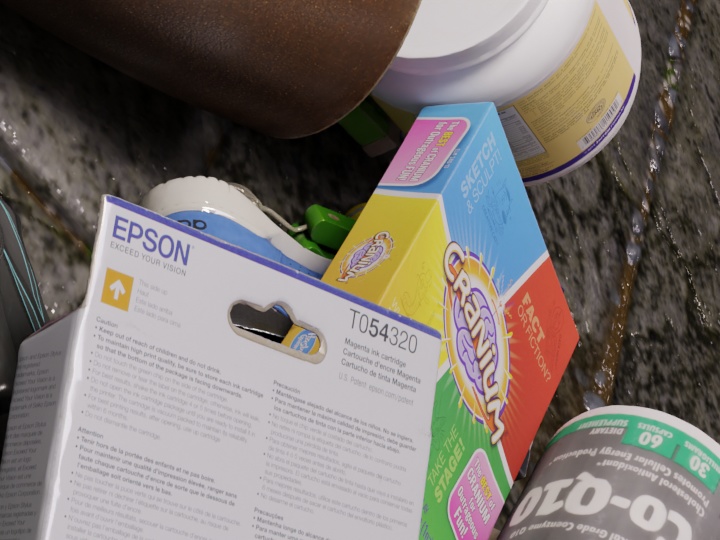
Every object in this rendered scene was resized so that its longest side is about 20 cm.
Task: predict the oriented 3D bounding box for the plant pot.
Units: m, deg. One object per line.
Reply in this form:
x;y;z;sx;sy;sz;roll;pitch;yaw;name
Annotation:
-0.099;-0.169;1.013;0.200;0.187;0.187;10;62;-37;plant pot

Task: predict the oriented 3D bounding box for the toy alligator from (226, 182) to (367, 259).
0.000;0.000;1.152;0.200;0.054;0.059;13;27;-28;toy alligator

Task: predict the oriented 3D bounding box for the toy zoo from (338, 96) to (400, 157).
-0.038;-0.172;1.231;0.200;0.020;0.131;43;39;-34;toy zoo

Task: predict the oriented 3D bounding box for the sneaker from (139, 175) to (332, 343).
-0.025;0.043;1.061;0.200;0.077;0.111;32;40;-38;sneaker

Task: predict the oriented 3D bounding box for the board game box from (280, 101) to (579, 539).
0.036;0.039;1.048;0.200;0.040;0.153;-60;137;-43;board game box

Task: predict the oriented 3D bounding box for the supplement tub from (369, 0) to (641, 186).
0.061;-0.135;1.155;0.200;0.145;0.146;40;37;-68;supplement tub

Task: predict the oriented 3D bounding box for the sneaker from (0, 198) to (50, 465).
-0.144;0.055;0.880;0.079;0.075;0.200;4;74;-69;sneaker

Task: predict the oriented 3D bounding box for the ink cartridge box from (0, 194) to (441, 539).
-0.055;0.095;0.867;0.196;0.043;0.200;24;66;-42;ink cartridge box

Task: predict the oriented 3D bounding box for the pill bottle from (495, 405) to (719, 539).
0.106;0.165;1.037;0.113;0.113;0.200;56;40;-19;pill bottle

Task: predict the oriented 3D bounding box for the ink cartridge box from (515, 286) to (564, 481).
0.072;0.022;1.270;0.095;0.037;0.200;49;34;-27;ink cartridge box

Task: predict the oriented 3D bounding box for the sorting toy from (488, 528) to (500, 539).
0.086;0.207;1.092;0.185;0.037;0.200;26;39;-4;sorting toy
